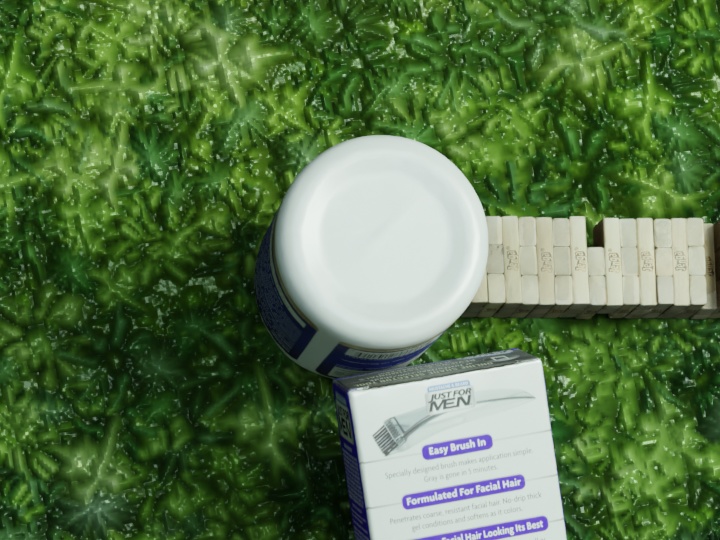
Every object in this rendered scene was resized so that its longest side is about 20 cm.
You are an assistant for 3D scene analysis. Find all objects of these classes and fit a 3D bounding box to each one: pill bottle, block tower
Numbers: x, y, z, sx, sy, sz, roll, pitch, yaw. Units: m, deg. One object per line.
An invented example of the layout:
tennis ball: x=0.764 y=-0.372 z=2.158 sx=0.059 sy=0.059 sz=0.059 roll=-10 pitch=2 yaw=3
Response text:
pill bottle: x=0.000 y=0.000 z=1.610 sx=0.115 sy=0.200 sz=0.116 roll=1 pitch=80 yaw=-8
block tower: x=0.139 y=-0.002 z=1.700 sx=0.199 sy=0.058 sz=0.054 roll=0 pitch=79 yaw=-5

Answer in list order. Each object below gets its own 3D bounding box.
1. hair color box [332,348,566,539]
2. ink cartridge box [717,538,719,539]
hair color box: x=0.055 y=0.151 z=1.578 sx=0.109 sy=0.065 sz=0.201 roll=-9 pitch=97 yaw=-9
ink cartridge box: x=0.292 y=0.220 z=1.668 sx=0.165 sy=0.075 sz=0.200 roll=-34 pitch=86 yaw=-10
